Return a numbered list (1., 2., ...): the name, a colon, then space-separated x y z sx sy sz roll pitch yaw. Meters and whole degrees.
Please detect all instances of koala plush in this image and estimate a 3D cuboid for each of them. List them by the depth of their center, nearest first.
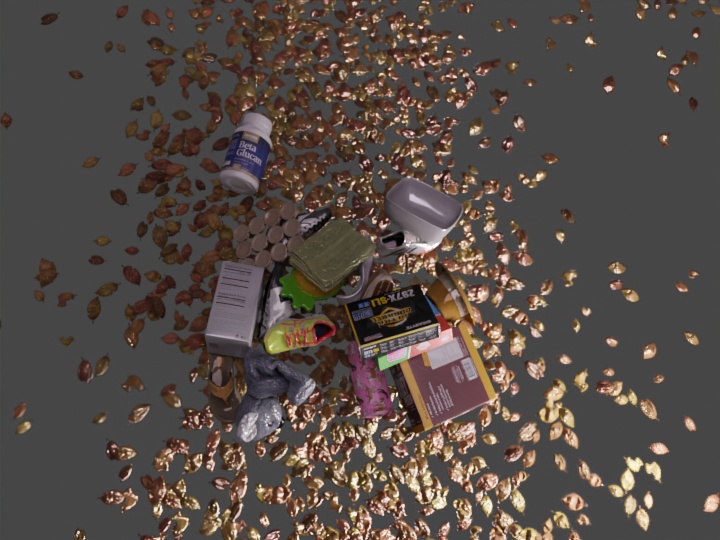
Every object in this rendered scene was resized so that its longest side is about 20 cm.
1. koala plush: -0.230 0.308 1.494 0.181 0.177 0.203 28 81 -4

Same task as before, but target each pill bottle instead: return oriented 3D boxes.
1. pill bottle: -0.305 -0.320 1.717 0.108 0.111 0.204 14 71 -2

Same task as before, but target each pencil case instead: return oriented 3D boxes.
1. pencil case: 0.024 0.269 1.584 0.081 0.086 0.205 2 69 -39

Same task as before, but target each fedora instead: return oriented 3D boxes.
1. fedora: 0.218 0.075 1.617 0.081 0.201 0.203 -29 77 -3

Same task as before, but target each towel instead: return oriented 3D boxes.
1. towel: -0.069 -0.042 1.588 0.148 0.037 0.199 41 60 18

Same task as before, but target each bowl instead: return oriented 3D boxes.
1. bowl: 0.166 -0.157 1.706 0.197 0.076 0.200 29 36 11

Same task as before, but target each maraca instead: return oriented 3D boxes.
1. maraca: -0.122 0.022 1.622 0.137 0.108 0.200 41 55 11

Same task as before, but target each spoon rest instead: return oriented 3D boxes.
1. spoon rest: 0.000 0.000 1.655 0.059 0.100 0.203 11 62 22

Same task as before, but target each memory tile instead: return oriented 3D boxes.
1. memory tile: -0.241 -0.082 1.651 0.196 0.017 0.156 -23 66 14

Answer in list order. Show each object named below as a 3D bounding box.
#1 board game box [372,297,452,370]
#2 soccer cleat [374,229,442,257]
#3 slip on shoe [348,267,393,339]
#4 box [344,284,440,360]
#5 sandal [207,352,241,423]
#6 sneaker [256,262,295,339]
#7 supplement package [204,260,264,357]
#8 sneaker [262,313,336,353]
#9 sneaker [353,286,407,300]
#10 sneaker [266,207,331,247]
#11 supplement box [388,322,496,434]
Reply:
1. board game box: 0.103 0.147 1.540 0.196 0.041 0.153 -21 38 -14
2. soccer cleat: 0.134 -0.081 1.708 0.195 0.085 0.070 -9 73 -10
3. slip on shoe: 0.023 0.085 1.609 0.074 0.203 0.061 9 31 -23
4. box: 0.074 0.119 1.508 0.195 0.050 0.161 -15 35 -6
5. sandal: -0.339 0.273 1.550 0.078 0.054 0.205 -6 72 -10
6. sneaker: -0.207 0.084 1.626 0.087 0.074 0.205 12 75 -16
7. supplement package: -0.308 0.098 1.566 0.107 0.114 0.204 9 60 -4
8. sneaker: -0.147 0.157 1.563 0.197 0.090 0.080 -19 108 -28
9. sneaker: 0.077 0.068 1.658 0.195 0.077 0.077 1 73 -4
10. sneaker: -0.170 -0.126 1.695 0.198 0.067 0.091 -35 81 -14
11. supplement box: 0.197 0.272 1.576 0.196 0.133 0.201 -19 76 -13
